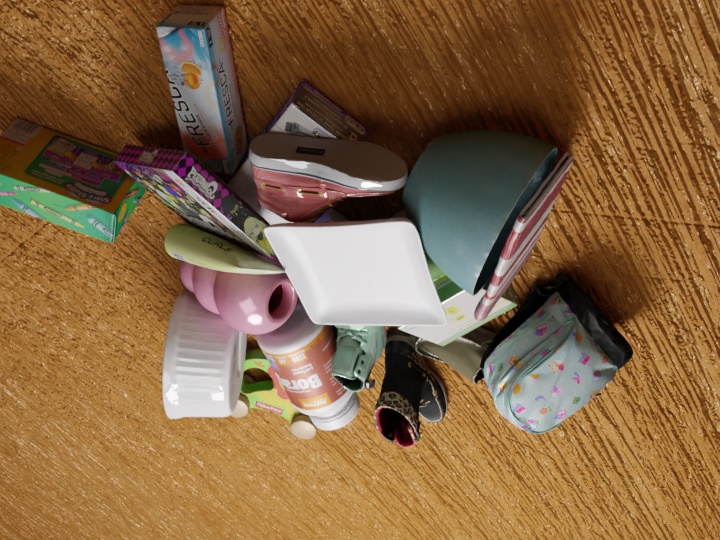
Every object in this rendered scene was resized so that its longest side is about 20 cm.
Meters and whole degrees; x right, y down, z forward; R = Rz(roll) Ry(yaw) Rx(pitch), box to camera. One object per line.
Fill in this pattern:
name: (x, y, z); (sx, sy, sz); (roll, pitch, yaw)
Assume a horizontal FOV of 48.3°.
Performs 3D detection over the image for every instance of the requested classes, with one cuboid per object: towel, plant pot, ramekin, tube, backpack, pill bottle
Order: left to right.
ramekin: (-0.238, 0.134, 1.251); (0.097, 0.201, 0.201); (5, 133, 0)
tube: (-0.189, -0.022, 1.079); (0.199, 0.058, 0.052); (18, 140, 44)
pill bottle: (-0.073, 0.150, 1.238); (0.111, 0.113, 0.201); (-9, 126, 21)
plant pot: (0.130, -0.089, 0.973); (0.134, 0.200, 0.201); (30, 135, 13)
towel: (0.200, -0.040, 1.002); (0.023, 0.144, 0.201); (31, 144, 15)
backpack: (0.267, 0.128, 1.129); (0.200, 0.127, 0.167); (-41, 110, 9)

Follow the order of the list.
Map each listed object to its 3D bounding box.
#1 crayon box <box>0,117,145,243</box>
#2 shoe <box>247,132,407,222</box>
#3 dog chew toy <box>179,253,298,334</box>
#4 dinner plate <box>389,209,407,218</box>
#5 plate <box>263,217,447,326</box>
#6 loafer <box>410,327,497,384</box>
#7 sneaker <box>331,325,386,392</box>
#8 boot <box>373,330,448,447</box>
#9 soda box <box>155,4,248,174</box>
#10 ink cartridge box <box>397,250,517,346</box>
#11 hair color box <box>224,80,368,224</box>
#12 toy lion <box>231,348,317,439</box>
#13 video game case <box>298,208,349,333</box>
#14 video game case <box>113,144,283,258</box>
crayon box: (-0.411, -0.126, 1.108); (0.199, 0.119, 0.058); (20, 133, -4)
shoe: (-0.040, -0.107, 0.985); (0.198, 0.072, 0.091); (10, 136, 11)
dog chew toy: (-0.186, 0.015, 1.169); (0.199, 0.125, 0.125); (20, 140, 34)
dinner plate: (0.112, -0.009, 1.149); (0.198, 0.024, 0.201); (7, 134, 7)
plate: (0.000, 0.000, 1.030); (0.198, 0.032, 0.200); (-1, 139, 22)
loafer: (0.172, 0.128, 1.224); (0.198, 0.070, 0.076); (13, 133, 2)
sneaker: (-0.009, 0.087, 1.150); (0.073, 0.119, 0.201); (4, 135, 21)
boot: (0.080, 0.213, 1.268); (0.073, 0.151, 0.201); (-8, 129, 21)
soda box: (-0.192, -0.221, 0.997); (0.063, 0.069, 0.201); (6, 130, 13)
ink cartridge box: (0.099, 0.033, 1.104); (0.199, 0.048, 0.145); (22, 137, -40)
hair color box: (-0.091, -0.139, 1.055); (0.109, 0.065, 0.200); (35, 132, -16)
toy lion: (-0.122, 0.187, 1.365); (0.198, 0.069, 0.193); (17, 126, -1)
video game case: (-0.029, 0.013, 1.187); (0.181, 0.023, 0.200); (37, 136, -16)
video game case: (-0.215, -0.093, 1.058); (0.199, 0.036, 0.181); (16, 158, 52)
